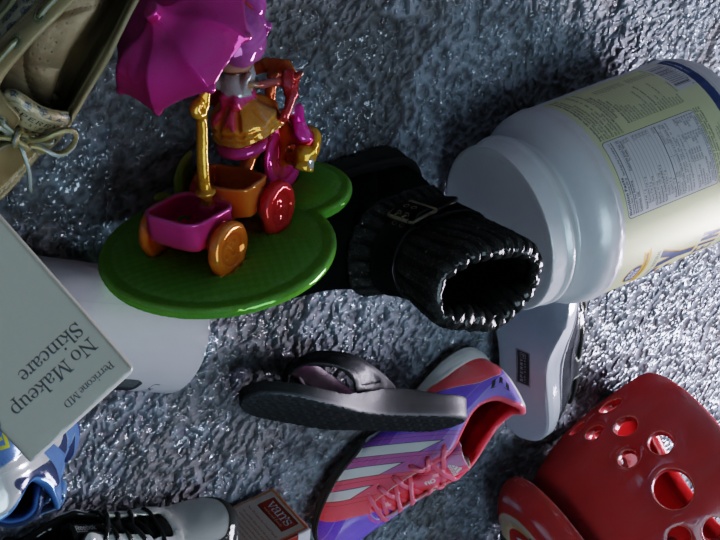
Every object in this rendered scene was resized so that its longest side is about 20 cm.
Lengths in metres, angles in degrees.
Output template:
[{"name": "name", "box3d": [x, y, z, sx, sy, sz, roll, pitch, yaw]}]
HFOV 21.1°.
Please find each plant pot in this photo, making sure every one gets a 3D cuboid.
[{"name": "plant pot", "box3d": [0.231, 0.217, 1.649, 0.182, 0.200, 0.201, -33, 139, -13]}]

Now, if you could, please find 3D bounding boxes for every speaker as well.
[{"name": "speaker", "box3d": [-0.190, 0.031, 1.200, 0.199, 0.081, 0.082, 8, 115, -46]}]

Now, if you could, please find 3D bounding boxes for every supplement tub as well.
[{"name": "supplement tub", "box3d": [0.177, -0.062, 1.415, 0.199, 0.145, 0.146, -22, 134, -29]}]

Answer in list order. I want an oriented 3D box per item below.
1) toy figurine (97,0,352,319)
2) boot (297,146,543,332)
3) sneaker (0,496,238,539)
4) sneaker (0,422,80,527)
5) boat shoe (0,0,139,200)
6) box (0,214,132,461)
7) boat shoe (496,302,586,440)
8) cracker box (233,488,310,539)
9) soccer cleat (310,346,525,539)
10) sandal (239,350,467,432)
[{"name": "toy figurine", "box3d": [-0.080, -0.099, 1.178, 0.200, 0.149, 0.185, -40, 136, -46]}, {"name": "boot", "box3d": [0.000, -0.002, 1.287, 0.210, 0.158, 0.080, -27, 136, -25]}, {"name": "sneaker", "box3d": [-0.170, 0.200, 1.361, 0.199, 0.074, 0.081, -20, 131, -31]}, {"name": "sneaker", "box3d": [-0.218, 0.120, 1.198, 0.073, 0.083, 0.200, -21, 171, 5]}, {"name": "boat shoe", "box3d": [-0.182, -0.117, 1.100, 0.073, 0.063, 0.201, 10, 114, -47]}, {"name": "box", "box3d": [-0.219, 0.005, 1.070, 0.082, 0.068, 0.200, -43, 97, -8]}, {"name": "boat shoe", "box3d": [0.153, 0.047, 1.547, 0.066, 0.070, 0.201, -40, 140, -38]}, {"name": "cracker box", "box3d": [-0.134, 0.264, 1.458, 0.199, 0.058, 0.135, -23, 135, -29]}, {"name": "soccer cleat", "box3d": [0.043, 0.151, 1.518, 0.200, 0.073, 0.068, -46, 141, -4]}, {"name": "sandal", "box3d": [-0.009, 0.089, 1.433, 0.199, 0.048, 0.075, 8, 160, -39]}]
